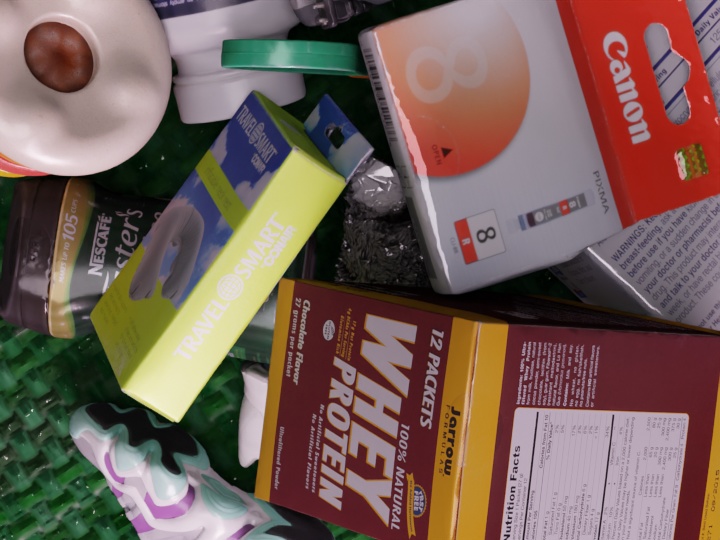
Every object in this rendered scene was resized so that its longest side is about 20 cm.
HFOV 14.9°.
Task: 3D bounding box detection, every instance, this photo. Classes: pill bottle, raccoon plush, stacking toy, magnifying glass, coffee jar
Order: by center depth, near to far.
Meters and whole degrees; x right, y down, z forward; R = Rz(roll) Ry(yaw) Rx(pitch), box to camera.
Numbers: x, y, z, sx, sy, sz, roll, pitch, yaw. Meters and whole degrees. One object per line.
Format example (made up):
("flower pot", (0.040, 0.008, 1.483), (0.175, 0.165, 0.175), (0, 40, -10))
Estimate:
("magnifying glass", (-0.013, -0.127, 1.677), (0.079, 0.200, 0.023), (3, 94, 31))
("raccoon plush", (0.000, 0.000, 1.701), (0.096, 0.200, 0.135), (30, 93, 29))
("stacking toy", (-0.216, -0.104, 1.704), (0.145, 0.200, 0.147), (9, 70, -25))
("pill bottle", (-0.093, -0.198, 1.707), (0.110, 0.111, 0.202), (-11, 100, 6))
("coffee jar", (-0.130, -0.001, 1.756), (0.198, 0.085, 0.105), (6, 85, 3))

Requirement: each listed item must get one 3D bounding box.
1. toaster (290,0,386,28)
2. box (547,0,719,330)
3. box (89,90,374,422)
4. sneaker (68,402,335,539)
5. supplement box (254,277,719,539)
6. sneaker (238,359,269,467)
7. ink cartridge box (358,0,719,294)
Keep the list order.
("toaster", (0.012, -0.232, 1.649), (0.113, 0.199, 0.130), (-13, 102, 48))
("box", (0.182, -0.075, 1.691), (0.200, 0.105, 0.184), (44, 80, -5))
("box", (-0.080, -0.019, 1.643), (0.048, 0.122, 0.201), (33, 99, -24))
("sneaker", (-0.128, 0.187, 1.802), (0.199, 0.078, 0.140), (33, 111, 9))
("supplement box", (0.079, 0.086, 1.590), (0.199, 0.197, 0.134), (4, 94, -36))
("sneaker", (0.003, 0.125, 1.769), (0.199, 0.074, 0.088), (29, 120, 29))
("ink cartridge box", (0.115, -0.090, 1.596), (0.199, 0.050, 0.163), (-18, 96, -8))
